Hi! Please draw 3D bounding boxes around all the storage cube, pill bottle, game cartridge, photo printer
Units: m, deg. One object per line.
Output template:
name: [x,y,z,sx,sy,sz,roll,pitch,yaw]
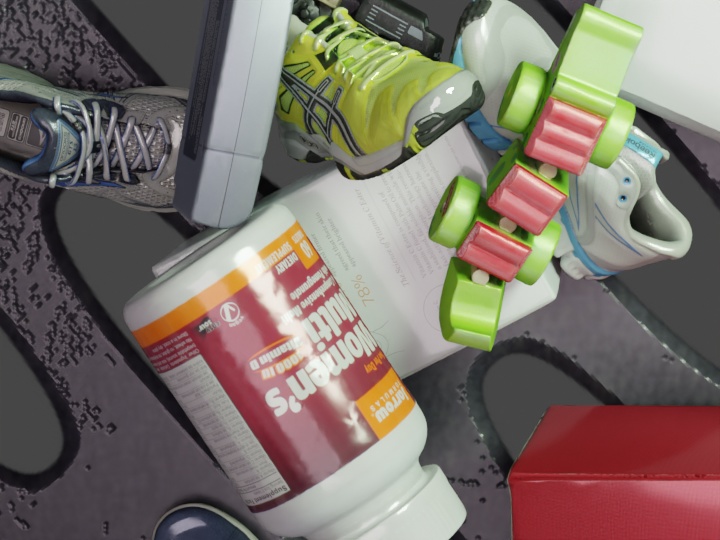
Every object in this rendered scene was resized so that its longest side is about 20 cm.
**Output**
storage cube: [0.183,0.174,1.431,0.179,0.200,0.172,0,100,13]
pill bottle: [-0.033,0.074,1.382,0.109,0.110,0.200,-33,96,11]
game cartridge: [-0.066,-0.125,1.400,0.041,0.133,0.201,9,95,-15]
photo printer: [0.237,-0.147,1.432,0.199,0.069,0.167,24,102,2]

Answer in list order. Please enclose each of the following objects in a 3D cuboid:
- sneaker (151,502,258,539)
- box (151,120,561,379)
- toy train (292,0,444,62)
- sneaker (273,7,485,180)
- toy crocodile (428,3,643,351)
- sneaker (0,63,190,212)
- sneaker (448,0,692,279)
sneaker: [-0.072,0.229,1.509,0.075,0.084,0.201,-30,78,11]
box: [0.000,0.000,1.471,0.199,0.097,0.125,-27,96,10]
toy train: [-0.041,-0.171,1.479,0.199,0.034,0.046,28,100,2]
sneaker: [-0.005,-0.100,1.393,0.075,0.200,0.077,-35,109,-23]
toy crocodile: [0.092,-0.049,1.361,0.067,0.062,0.200,26,112,-9]
sneaker: [-0.162,-0.072,1.485,0.199,0.085,0.077,7,100,5]
sneaker: [0.124,-0.077,1.416,0.086,0.075,0.200,-2,137,44]
